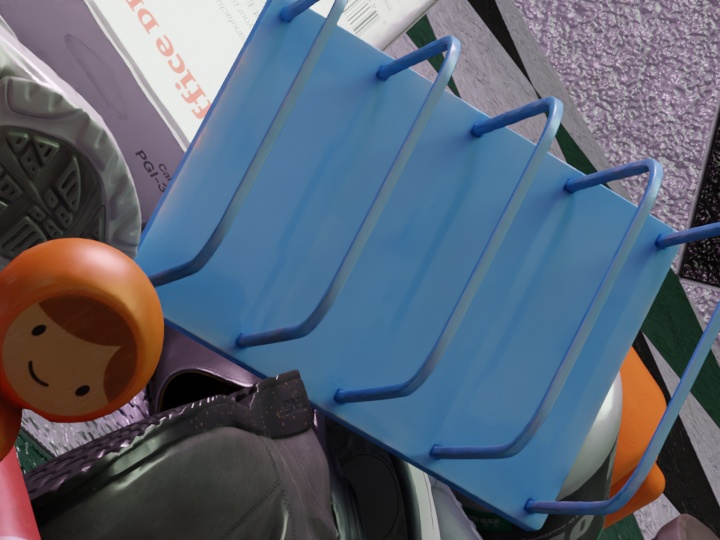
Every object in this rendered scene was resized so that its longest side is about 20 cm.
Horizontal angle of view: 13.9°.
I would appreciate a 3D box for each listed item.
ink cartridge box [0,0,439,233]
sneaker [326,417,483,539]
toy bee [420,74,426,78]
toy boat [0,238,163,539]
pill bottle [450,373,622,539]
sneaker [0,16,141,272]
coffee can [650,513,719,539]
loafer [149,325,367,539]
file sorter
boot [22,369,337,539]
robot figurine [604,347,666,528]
[{"bbox_3d":[-0.073,-0.128,1.322,0.147,0.083,0.200,57,46,-11],"label":"ink cartridge box"},{"bbox_3d":[0.050,0.140,1.314,0.146,0.077,0.203,-3,69,-52],"label":"sneaker"},{"bbox_3d":[-0.020,-0.090,1.619,0.131,0.108,0.200,62,12,26],"label":"toy bee"},{"bbox_3d":[-0.113,0.039,0.831,0.131,0.130,0.200,44,19,-51],"label":"toy boat"},{"bbox_3d":[0.067,0.075,1.401,0.200,0.113,0.113,85,-19,-65],"label":"pill bottle"},{"bbox_3d":[-0.150,-0.075,1.113,0.200,0.078,0.099,53,9,-30],"label":"sneaker"},{"bbox_3d":[0.063,0.196,1.005,0.147,0.200,0.146,55,12,-18],"label":"coffee can"},{"bbox_3d":[-0.053,0.053,1.211,0.072,0.073,0.200,38,22,-49],"label":"loafer"},{"bbox_3d":[0.033,-0.006,1.139,0.200,0.139,0.123,30,-11,-13],"label":"file sorter"},{"bbox_3d":[-0.047,0.113,1.051,0.200,0.070,0.132,-15,84,-61],"label":"boot"},{"bbox_3d":[0.103,0.061,1.741,0.200,0.116,0.144,55,52,-21],"label":"robot figurine"}]
